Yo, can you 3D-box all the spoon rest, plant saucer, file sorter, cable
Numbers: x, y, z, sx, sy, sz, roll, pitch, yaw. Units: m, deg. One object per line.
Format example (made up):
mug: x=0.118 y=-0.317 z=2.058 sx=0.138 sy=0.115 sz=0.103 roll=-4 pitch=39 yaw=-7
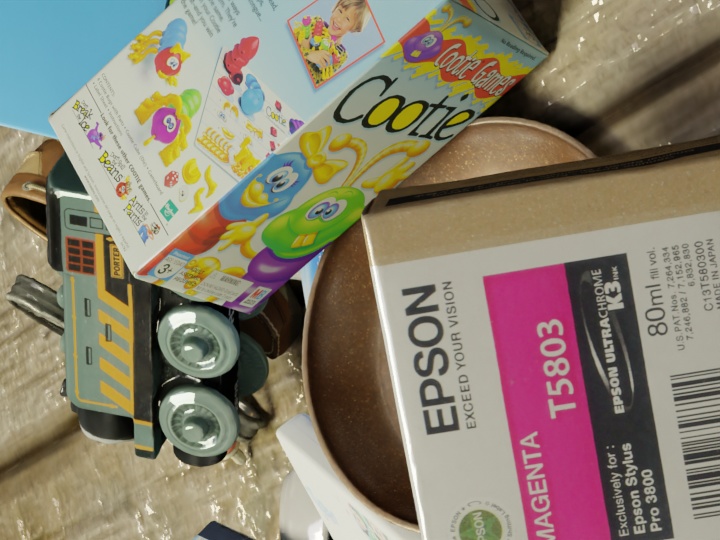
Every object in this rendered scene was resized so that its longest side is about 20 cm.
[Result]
spoon rest: x=-0.014 y=0.089 z=1.412 sx=0.060 sy=0.099 sz=0.201 roll=-3 pitch=100 yaw=14
plant saucer: x=0.060 y=0.028 z=1.228 sx=0.200 sy=0.037 sz=0.201 roll=-11 pitch=71 yaw=35
file sorter: x=-0.156 y=-0.176 z=1.353 sx=0.123 sy=0.138 sz=0.201 roll=-64 pitch=-13 yaw=-83
cable: x=-0.130 y=0.066 z=1.518 sx=0.097 sy=0.200 sz=0.050 roll=29 pitch=88 yaw=39

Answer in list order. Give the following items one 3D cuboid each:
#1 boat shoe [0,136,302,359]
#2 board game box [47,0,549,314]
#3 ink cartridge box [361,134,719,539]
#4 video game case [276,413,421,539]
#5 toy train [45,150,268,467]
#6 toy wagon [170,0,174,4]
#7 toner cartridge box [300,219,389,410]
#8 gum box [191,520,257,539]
boat shoe: x=-0.125 y=-0.007 z=1.504 sx=0.200 sy=0.074 sz=0.076 roll=34 pitch=149 yaw=22
board game box: x=-0.030 y=-0.087 z=1.233 sx=0.200 sy=0.103 sz=0.105 roll=-40 pitch=61 yaw=18
ink cartridge box: x=0.098 y=0.054 z=1.114 sx=0.075 sy=0.164 sz=0.201 roll=-59 pitch=-42 yaw=-80
video game case: x=0.043 y=0.178 z=1.300 sx=0.200 sy=0.024 sz=0.182 roll=36 pitch=158 yaw=55
toy train: x=-0.112 y=0.017 z=1.411 sx=0.114 sy=0.085 sz=0.201 roll=10 pitch=126 yaw=12
toy wagon: x=-0.081 y=-0.121 z=1.460 sx=0.155 sy=0.039 sz=0.201 roll=26 pitch=125 yaw=52
toner cartridge box: x=0.000 y=0.000 z=1.337 sx=0.095 sy=0.043 sz=0.201 roll=159 pitch=102 yaw=-75
gum box: x=-0.001 y=0.236 z=1.397 sx=0.170 sy=0.045 sz=0.200 roll=15 pitch=144 yaw=56
